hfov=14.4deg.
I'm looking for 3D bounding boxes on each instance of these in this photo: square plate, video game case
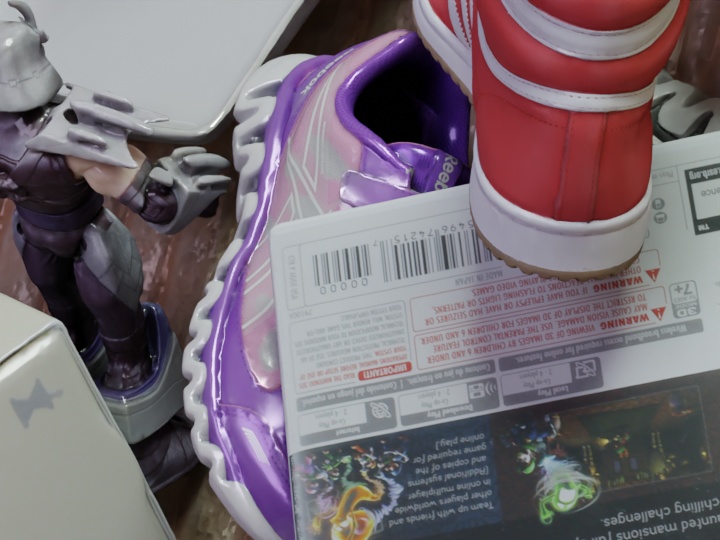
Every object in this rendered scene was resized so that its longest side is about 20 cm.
[{"bbox_3d":[-0.073,-0.119,1.107,0.200,0.028,0.198,7,51,42],"label":"square plate"},{"bbox_3d":[0.076,0.049,0.844,0.199,0.023,0.182,-11,61,10],"label":"video game case"}]

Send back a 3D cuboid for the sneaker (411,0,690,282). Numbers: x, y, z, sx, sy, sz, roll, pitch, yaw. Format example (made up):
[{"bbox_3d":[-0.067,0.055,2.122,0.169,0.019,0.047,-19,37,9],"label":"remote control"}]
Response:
[{"bbox_3d":[0.058,-0.097,0.859,0.200,0.071,0.113,-100,13,-55],"label":"sneaker"}]

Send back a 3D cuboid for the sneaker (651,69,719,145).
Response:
[{"bbox_3d":[0.077,-0.035,0.957,0.200,0.066,0.091,35,94,41],"label":"sneaker"}]

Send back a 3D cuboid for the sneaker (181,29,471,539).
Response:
[{"bbox_3d":[0.000,0.000,0.940,0.088,0.080,0.201,-28,46,42],"label":"sneaker"}]

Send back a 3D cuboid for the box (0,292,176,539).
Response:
[{"bbox_3d":[-0.175,0.073,1.052,0.109,0.128,0.200,-38,33,-22],"label":"box"}]

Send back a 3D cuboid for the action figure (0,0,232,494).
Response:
[{"bbox_3d":[-0.104,-0.016,1.021,0.130,0.200,0.069,22,51,34],"label":"action figure"}]
